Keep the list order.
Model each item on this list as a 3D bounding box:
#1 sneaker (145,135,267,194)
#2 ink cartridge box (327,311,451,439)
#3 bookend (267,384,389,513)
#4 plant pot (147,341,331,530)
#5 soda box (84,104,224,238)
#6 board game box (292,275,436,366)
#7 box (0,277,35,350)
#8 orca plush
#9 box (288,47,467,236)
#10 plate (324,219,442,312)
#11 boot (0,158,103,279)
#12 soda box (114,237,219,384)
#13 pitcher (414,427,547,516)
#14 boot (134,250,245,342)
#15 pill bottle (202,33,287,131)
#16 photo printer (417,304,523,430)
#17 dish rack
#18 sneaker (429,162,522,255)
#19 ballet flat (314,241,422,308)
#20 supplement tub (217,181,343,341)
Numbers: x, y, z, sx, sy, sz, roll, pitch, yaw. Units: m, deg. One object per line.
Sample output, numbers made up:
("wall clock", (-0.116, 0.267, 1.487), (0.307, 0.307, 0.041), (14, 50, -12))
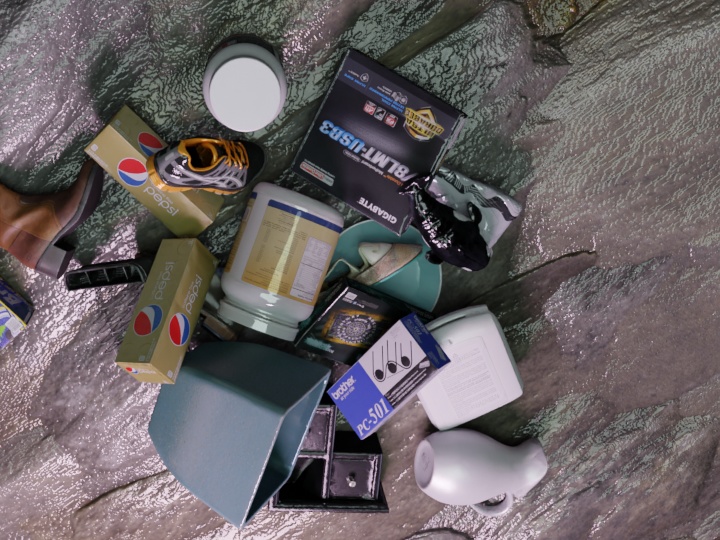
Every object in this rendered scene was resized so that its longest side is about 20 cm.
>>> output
("sneaker", (-0.203, -0.154, 1.454), (0.077, 0.199, 0.079), (-32, 78, 43))
("ink cartridge box", (0.041, 0.160, 1.548), (0.094, 0.044, 0.200), (52, 127, 12))
("bookend", (-0.046, 0.278, 1.651), (0.197, 0.092, 0.202), (4, 107, -9))
("plant pot", (-0.189, 0.211, 1.488), (0.198, 0.196, 0.199), (25, 109, 11))
("soda box", (-0.294, -0.136, 1.482), (0.064, 0.068, 0.200), (-36, 110, 29))
("board game box", (0.008, 0.091, 1.573), (0.199, 0.028, 0.135), (24, 120, -38))
("box", (-0.578, 0.022, 1.514), (0.064, 0.070, 0.200), (-40, 108, 8))
("orca plush", (0.136, -0.058, 1.477), (0.104, 0.071, 0.201), (-33, 126, -6))
("box", (0.024, -0.186, 1.496), (0.198, 0.050, 0.200), (32, 103, 8))
("plate", (0.029, 0.013, 1.609), (0.197, 0.026, 0.203), (-2, 109, -7))
("boot", (-0.490, -0.111, 1.499), (0.198, 0.069, 0.190), (27, 100, -1))
("soda box", (-0.270, 0.055, 1.449), (0.067, 0.202, 0.064), (-1, 149, 30))
("pitcher", (0.185, 0.343, 1.697), (0.197, 0.122, 0.173), (7, 123, -21))
("boot", (-0.245, 0.017, 1.568), (0.200, 0.075, 0.097), (43, 76, -11))
("pill bottle", (-0.158, -0.256, 1.405), (0.114, 0.200, 0.118), (-2, 108, -6))
("photo printer", (0.156, 0.147, 1.611), (0.165, 0.070, 0.201), (-25, 131, 4))
("dish rack", (-0.341, 0.076, 1.537), (0.151, 0.055, 0.202), (-5, 113, 30))
("sneaker", (0.140, -0.092, 1.561), (0.198, 0.075, 0.116), (23, 102, -16))
("ballet flat", (0.000, 0.000, 1.555), (0.199, 0.068, 0.068), (-34, 103, 3))
("supplement tub", (-0.119, -0.012, 1.499), (0.143, 0.144, 0.203), (20, 90, -13))
